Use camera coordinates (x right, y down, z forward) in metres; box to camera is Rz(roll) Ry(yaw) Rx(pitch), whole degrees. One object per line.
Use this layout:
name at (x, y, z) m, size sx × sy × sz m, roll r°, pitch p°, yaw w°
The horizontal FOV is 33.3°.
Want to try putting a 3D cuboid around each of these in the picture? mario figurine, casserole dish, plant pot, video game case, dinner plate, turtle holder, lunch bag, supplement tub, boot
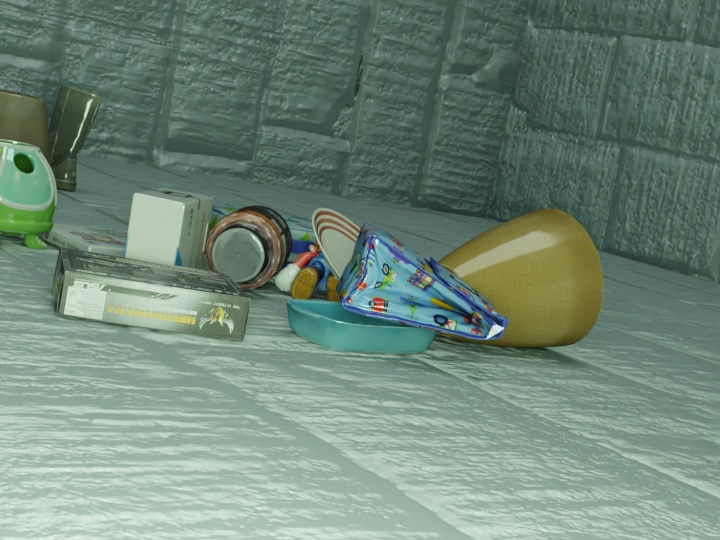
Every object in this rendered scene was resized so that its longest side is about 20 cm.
mario figurine at (-0.041, 0.016, 1.689) m, size 0.124 × 0.106 × 0.200 m, roll 47°, pitch 17°, yaw -6°
casserole dish at (0.001, 0.067, 1.400) m, size 0.199 × 0.039 × 0.121 m, roll 4°, pitch 10°, yaw -42°
plant pot at (0.182, 0.022, 1.577) m, size 0.198 × 0.189 × 0.186 m, roll -9°, pitch 18°, yaw -35°
video game case at (-0.339, -0.035, 1.709) m, size 0.199 × 0.024 × 0.181 m, roll 5°, pitch 9°, yaw -41°
dinner plate at (0.000, 0.000, 1.616) m, size 0.200 × 0.024 × 0.201 m, roll 44°, pitch 19°, yaw -19°
turtle holder at (-0.494, -0.109, 1.598) m, size 0.184 × 0.133 × 0.141 m, roll 9°, pitch 8°, yaw -20°
lunch bag at (-0.147, -0.048, 1.885) m, size 0.198 × 0.083 × 0.160 m, roll 8°, pitch 7°, yaw -27°
lunch bag at (0.079, 0.031, 1.399) m, size 0.198 × 0.095 × 0.151 m, roll 24°, pitch 5°, yaw -6°
plant pot at (-0.653, -0.241, 2.225) m, size 0.198 × 0.175 × 0.200 m, roll 12°, pitch 6°, yaw -1°
supplement tub at (-0.154, -0.031, 1.644) m, size 0.106 × 0.108 × 0.200 m, roll 12°, pitch 7°, yaw 2°
boot at (-0.618, -0.274, 2.415) m, size 0.180 × 0.202 × 0.073 m, roll 13°, pitch 7°, yaw 12°

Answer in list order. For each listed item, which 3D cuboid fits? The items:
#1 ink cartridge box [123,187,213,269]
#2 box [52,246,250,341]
ink cartridge box at (-0.245, -0.041, 1.541) m, size 0.066 × 0.117 × 0.200 m, roll 10°, pitch 6°, yaw 2°
box at (-0.231, 0.024, 1.313) m, size 0.198 × 0.049 × 0.158 m, roll 10°, pitch 7°, yaw -18°
